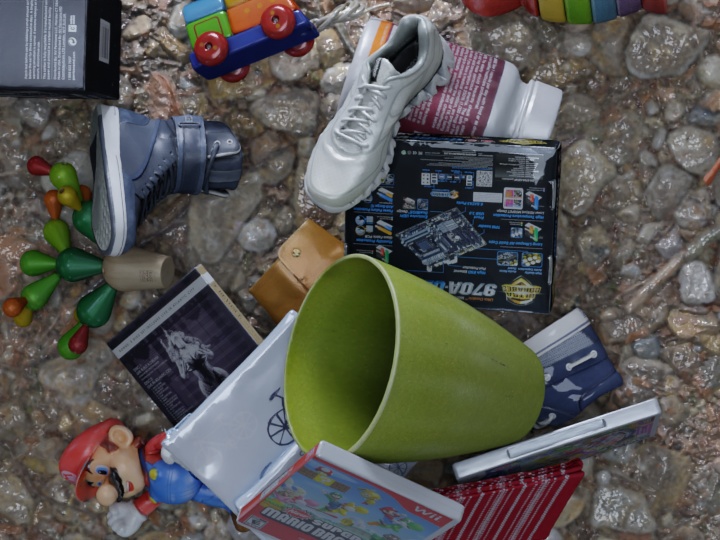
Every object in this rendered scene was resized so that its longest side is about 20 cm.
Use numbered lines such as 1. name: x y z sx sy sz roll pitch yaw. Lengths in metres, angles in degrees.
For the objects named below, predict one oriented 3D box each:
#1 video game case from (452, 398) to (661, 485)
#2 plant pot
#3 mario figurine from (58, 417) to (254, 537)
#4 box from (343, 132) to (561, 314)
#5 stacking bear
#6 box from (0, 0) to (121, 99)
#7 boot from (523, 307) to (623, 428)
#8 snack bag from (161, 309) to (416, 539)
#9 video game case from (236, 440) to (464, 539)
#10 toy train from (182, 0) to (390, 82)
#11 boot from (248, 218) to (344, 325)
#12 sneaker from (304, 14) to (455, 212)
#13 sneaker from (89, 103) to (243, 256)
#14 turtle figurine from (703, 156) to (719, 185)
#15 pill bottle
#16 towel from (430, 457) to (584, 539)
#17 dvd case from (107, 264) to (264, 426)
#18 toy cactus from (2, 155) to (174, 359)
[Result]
1. video game case: 0.189 0.173 1.669 0.200 0.143 0.018 -18 75 2
2. plant pot: 0.063 0.097 1.576 0.200 0.187 0.187 14 93 -31
3. mario figurine: -0.200 0.212 1.687 0.200 0.106 0.124 9 95 9
4. box: 0.084 -0.046 1.619 0.200 0.046 0.159 3 104 10
5. stacking bear: 0.191 -0.291 1.670 0.200 0.121 0.114 -5 85 11
6. box: -0.330 -0.217 1.632 0.182 0.200 0.104 3 93 1
7. boot: 0.156 0.126 1.700 0.200 0.073 0.090 -33 86 2
8. snack bag: -0.057 0.161 1.641 0.189 0.021 0.200 -45 103 -5
9. video game case: -0.013 0.219 1.556 0.143 0.200 0.017 26 57 -12
10. toy train: -0.080 -0.270 1.679 0.200 0.085 0.116 -20 78 11
11. boot: 0.000 0.000 1.700 0.201 0.071 0.144 -40 92 7
12. sneaker: 0.010 -0.145 1.559 0.075 0.081 0.200 29 78 15
13. sneaker: -0.181 -0.083 1.645 0.146 0.202 0.077 9 130 -16
14. turtle figurine: 0.430 -0.133 1.689 0.161 0.064 0.200 36 84 -8
15. pill bottle: 0.085 -0.160 1.670 0.200 0.114 0.114 19 93 1
16. towel: 0.108 0.236 1.657 0.200 0.145 0.023 -8 56 -19
17. dvd case: -0.141 0.110 1.699 0.149 0.016 0.200 -38 92 33
18. toy cactus: -0.264 -0.008 1.679 0.165 0.102 0.200 5 95 21
